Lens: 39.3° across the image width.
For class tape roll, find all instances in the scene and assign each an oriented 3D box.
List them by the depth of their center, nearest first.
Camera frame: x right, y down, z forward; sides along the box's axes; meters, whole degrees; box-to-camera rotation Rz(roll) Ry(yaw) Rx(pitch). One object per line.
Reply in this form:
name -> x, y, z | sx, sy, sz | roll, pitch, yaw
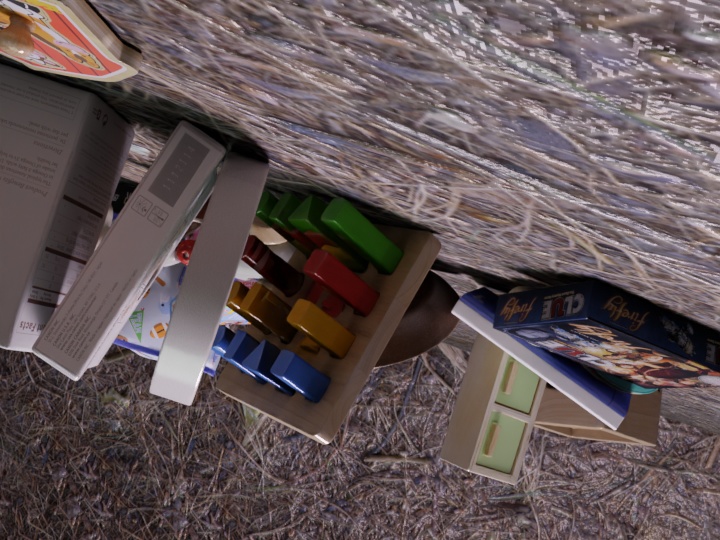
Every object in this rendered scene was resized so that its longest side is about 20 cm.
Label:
tape roll -> -0.119, 0.006, 0.803 | 0.036, 0.206, 0.203 | 18, 175, -7

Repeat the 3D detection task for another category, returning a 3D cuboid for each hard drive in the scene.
hard drive -> 0.195, 0.088, 1.066 | 0.199, 0.026, 0.132 | 36, -168, 13

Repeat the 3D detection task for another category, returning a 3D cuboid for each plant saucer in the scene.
plant saucer -> 0.011, 0.036, 1.101 | 0.197, 0.037, 0.201 | -9, -152, 5

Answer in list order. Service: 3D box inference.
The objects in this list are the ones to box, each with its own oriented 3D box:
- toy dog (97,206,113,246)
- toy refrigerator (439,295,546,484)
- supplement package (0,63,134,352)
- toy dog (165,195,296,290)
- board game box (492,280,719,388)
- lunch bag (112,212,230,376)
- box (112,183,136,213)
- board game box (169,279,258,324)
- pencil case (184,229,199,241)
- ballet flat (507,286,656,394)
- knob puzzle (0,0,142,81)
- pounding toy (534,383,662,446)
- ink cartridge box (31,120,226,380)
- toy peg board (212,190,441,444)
toy dog -> -0.353, -0.060, 1.088 | 0.198, 0.196, 0.140 | 23, 166, 27
toy refrigerator -> 0.167, 0.138, 1.178 | 0.075, 0.203, 0.070 | 21, 175, -28
supplement package -> -0.277, -0.048, 0.802 | 0.115, 0.203, 0.117 | 18, 175, 5
toy dog -> -0.141, -0.032, 1.105 | 0.198, 0.133, 0.096 | 25, -154, 8
board game box -> 0.238, 0.063, 0.918 | 0.198, 0.035, 0.135 | 21, 164, -24
lunch bag -> -0.275, 0.031, 1.361 | 0.198, 0.173, 0.123 | 20, 170, -26
box -> -0.241, -0.064, 1.431 | 0.159, 0.044, 0.199 | 15, 173, 43
board game box -> -0.127, 0.040, 1.274 | 0.197, 0.037, 0.151 | -1, 168, -25
pencil case -> -0.139, -0.026, 1.241 | 0.082, 0.087, 0.200 | 36, -178, 19
ballet flat -> 0.230, 0.064, 1.026 | 0.198, 0.068, 0.062 | 28, -169, -26
knob puzzle -> -0.220, -0.140, 0.578 | 0.216, 0.031, 0.220 | 18, 176, 1
pounding toy -> 0.321, 0.170, 1.516 | 0.198, 0.145, 0.183 | -2, 163, 45
ink cartridge box -> -0.181, -0.013, 0.811 | 0.044, 0.202, 0.176 | 33, 172, -8
toy peg board -> -0.061, 0.023, 0.907 | 0.098, 0.201, 0.199 | 39, 165, -30
